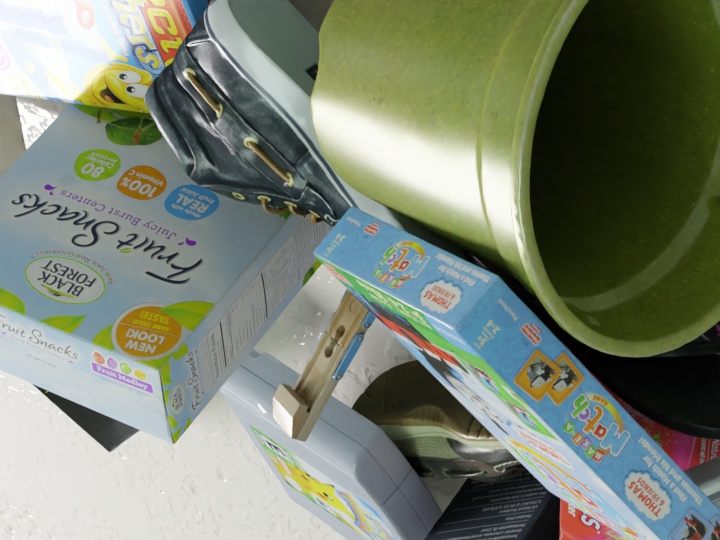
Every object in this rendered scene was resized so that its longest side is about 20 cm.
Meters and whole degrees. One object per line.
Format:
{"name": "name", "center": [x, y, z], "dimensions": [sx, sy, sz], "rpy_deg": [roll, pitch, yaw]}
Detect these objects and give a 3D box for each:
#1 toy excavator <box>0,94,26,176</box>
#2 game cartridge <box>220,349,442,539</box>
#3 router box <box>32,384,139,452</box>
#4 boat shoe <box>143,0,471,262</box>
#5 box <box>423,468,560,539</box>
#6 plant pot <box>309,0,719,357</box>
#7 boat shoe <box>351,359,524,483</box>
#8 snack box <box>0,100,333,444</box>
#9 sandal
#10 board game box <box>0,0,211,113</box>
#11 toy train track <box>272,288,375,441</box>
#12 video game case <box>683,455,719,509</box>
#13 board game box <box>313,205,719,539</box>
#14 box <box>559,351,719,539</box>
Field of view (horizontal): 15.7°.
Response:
{"name": "toy excavator", "center": [-0.264, -0.131, 1.536], "dimensions": [0.199, 0.195, 0.100], "rpy_deg": [12, -172, -24]}
{"name": "game cartridge", "center": [-0.009, 0.128, 1.610], "dimensions": [0.133, 0.041, 0.200], "rpy_deg": [28, 162, 28]}
{"name": "router box", "center": [-0.167, 0.028, 1.686], "dimensions": [0.149, 0.051, 0.200], "rpy_deg": [42, 146, -9]}
{"name": "boat shoe", "center": [-0.023, -0.052, 1.357], "dimensions": [0.200, 0.071, 0.091], "rpy_deg": [49, 127, 6]}
{"name": "box", "center": [0.101, 0.221, 1.529], "dimensions": [0.107, 0.200, 0.149], "rpy_deg": [-16, 119, 50]}
{"name": "plant pot", "center": [0.082, -0.078, 1.229], "dimensions": [0.184, 0.200, 0.201], "rpy_deg": [18, 143, 46]}
{"name": "boat shoe", "center": [0.076, 0.090, 1.523], "dimensions": [0.201, 0.072, 0.066], "rpy_deg": [-4, 134, 52]}
{"name": "snack box", "center": [-0.120, -0.017, 1.457], "dimensions": [0.168, 0.200, 0.068], "rpy_deg": [20, 143, 24]}
{"name": "sandal", "center": [0.129, 0.016, 1.267], "dimensions": [0.200, 0.075, 0.048], "rpy_deg": [33, 155, 23]}
{"name": "board game box", "center": [-0.158, -0.182, 1.427], "dimensions": [0.195, 0.056, 0.200], "rpy_deg": [9, 137, 36]}
{"name": "toy train track", "center": [0.000, 0.000, 1.398], "dimensions": [0.032, 0.200, 0.115], "rpy_deg": [17, -162, -39]}
{"name": "video game case", "center": [0.269, 0.142, 1.334], "dimensions": [0.200, 0.023, 0.182], "rpy_deg": [-25, 122, 15]}
{"name": "board game box", "center": [0.080, 0.059, 1.256], "dimensions": [0.200, 0.037, 0.151], "rpy_deg": [44, 172, -28]}
{"name": "box", "center": [0.172, 0.098, 1.413], "dimensions": [0.099, 0.096, 0.200], "rpy_deg": [23, 143, 21]}
